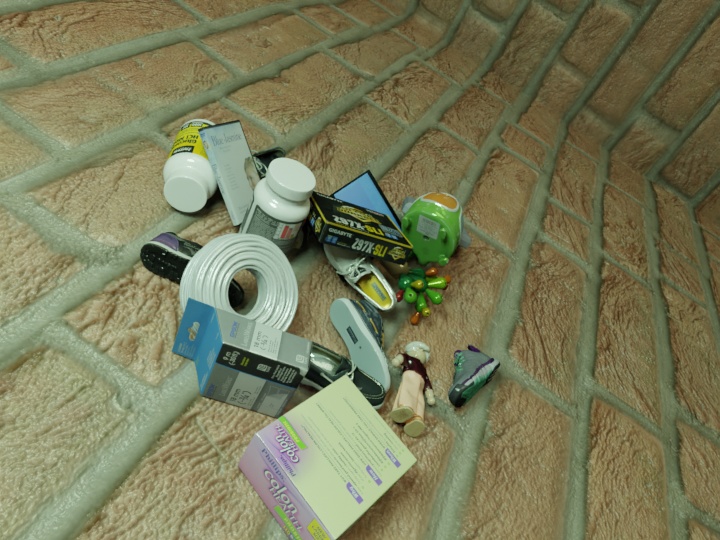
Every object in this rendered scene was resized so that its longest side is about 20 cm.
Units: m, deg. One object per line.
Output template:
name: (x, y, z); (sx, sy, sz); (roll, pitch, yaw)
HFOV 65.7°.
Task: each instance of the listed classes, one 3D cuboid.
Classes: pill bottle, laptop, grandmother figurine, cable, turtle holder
pill bottle: (-0.343, -0.216, 1.155); (0.110, 0.113, 0.202); (17, 40, -18)
laptop: (-0.010, -0.102, 1.226); (0.179, 0.102, 0.200); (58, 31, -4)
grandmother figurine: (0.098, 0.206, 1.058); (0.122, 0.060, 0.201); (57, 27, -22)
cable: (-0.199, 0.040, 0.941); (0.198, 0.069, 0.204); (-31, 109, -35)
turtle holder: (0.173, -0.089, 1.259); (0.139, 0.187, 0.132); (4, 44, 38)
pill bottle: (-0.165, -0.109, 1.093); (0.114, 0.201, 0.117); (18, 40, -16)

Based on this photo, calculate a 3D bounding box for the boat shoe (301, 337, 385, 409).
boat shoe: (-0.042, 0.178, 0.965); (0.196, 0.061, 0.076); (21, 31, -5)

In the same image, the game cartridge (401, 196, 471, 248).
game cartridge: (0.199, -0.128, 1.467); (0.197, 0.041, 0.133); (29, 20, -5)

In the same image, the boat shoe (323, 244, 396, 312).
boat shoe: (-0.003, 0.004, 1.120); (0.203, 0.074, 0.086); (52, 0, 4)

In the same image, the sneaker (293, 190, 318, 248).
sneaker: (-0.107, -0.118, 1.245); (0.086, 0.076, 0.202); (20, 40, -14)

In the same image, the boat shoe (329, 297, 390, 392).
boat shoe: (0.021, 0.138, 1.064); (0.090, 0.071, 0.203); (2, 53, -49)

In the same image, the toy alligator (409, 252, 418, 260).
toy alligator: (0.170, -0.073, 1.407); (0.059, 0.055, 0.199); (45, 40, 16)

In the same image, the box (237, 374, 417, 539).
box: (-0.047, 0.288, 0.834); (0.176, 0.097, 0.198); (46, 39, 18)

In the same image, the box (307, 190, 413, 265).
box: (-0.009, -0.088, 1.130); (0.197, 0.050, 0.160); (15, 25, -26)

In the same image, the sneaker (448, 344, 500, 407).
sneaker: (0.207, 0.208, 1.130); (0.087, 0.075, 0.199); (38, 26, 24)

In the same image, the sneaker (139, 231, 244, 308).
sneaker: (-0.288, -0.011, 1.010); (0.198, 0.076, 0.088); (31, 32, -2)

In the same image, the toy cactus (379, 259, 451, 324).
toy cactus: (0.111, 0.026, 1.232); (0.164, 0.103, 0.199); (38, 33, 13)

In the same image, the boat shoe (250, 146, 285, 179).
boat shoe: (-0.242, -0.238, 1.290); (0.075, 0.062, 0.199); (44, 40, 12)

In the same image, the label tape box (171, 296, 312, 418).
label tape box: (-0.190, 0.140, 0.855); (0.196, 0.145, 0.064); (20, 41, -14)

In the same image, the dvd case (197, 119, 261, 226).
dvd case: (-0.258, -0.207, 1.166); (0.143, 0.017, 0.204); (-46, 120, -62)
